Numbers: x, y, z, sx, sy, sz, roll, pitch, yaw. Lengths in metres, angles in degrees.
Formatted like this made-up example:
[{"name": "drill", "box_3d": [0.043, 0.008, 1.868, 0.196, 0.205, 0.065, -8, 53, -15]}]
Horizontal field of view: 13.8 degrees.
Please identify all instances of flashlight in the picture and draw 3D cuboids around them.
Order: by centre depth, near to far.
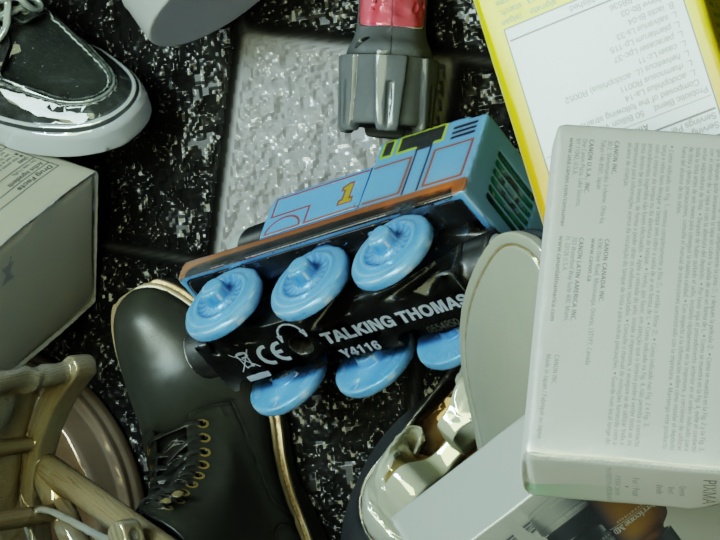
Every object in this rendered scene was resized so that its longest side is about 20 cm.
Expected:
[{"name": "flashlight", "box_3d": [0.019, -0.169, 1.483, 0.068, 0.067, 0.202, 2, 88, 47]}]

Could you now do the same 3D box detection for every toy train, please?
[{"name": "toy train", "box_3d": [0.000, 0.000, 1.474, 0.199, 0.115, 0.087, -17, 126, 35]}]

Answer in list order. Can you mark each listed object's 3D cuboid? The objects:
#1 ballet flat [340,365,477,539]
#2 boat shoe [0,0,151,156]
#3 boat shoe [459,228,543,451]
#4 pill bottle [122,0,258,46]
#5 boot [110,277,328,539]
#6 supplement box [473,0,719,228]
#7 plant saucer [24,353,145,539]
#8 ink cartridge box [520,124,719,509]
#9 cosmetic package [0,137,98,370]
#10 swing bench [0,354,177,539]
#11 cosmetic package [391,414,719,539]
[{"name": "ballet flat", "box_3d": [0.045, 0.086, 1.477, 0.073, 0.073, 0.200, 44, 108, 18]}, {"name": "boat shoe", "box_3d": [-0.199, -0.125, 1.576, 0.199, 0.068, 0.074, 29, 59, 28]}, {"name": "boat shoe", "box_3d": [0.093, 0.067, 1.397, 0.075, 0.062, 0.201, 27, 130, 50]}, {"name": "pill bottle", "box_3d": [-0.122, -0.221, 1.522, 0.119, 0.119, 0.201, -39, 75, 20]}, {"name": "boot", "box_3d": [-0.090, 0.095, 1.500, 0.077, 0.138, 0.201, -35, 76, 20]}, {"name": "supplement box", "box_3d": [0.125, -0.123, 1.416, 0.108, 0.109, 0.201, -20, 82, 23]}, {"name": "plant saucer", "box_3d": [-0.208, 0.140, 1.615, 0.199, 0.029, 0.202, 0, 91, 24]}, {"name": "ink cartridge box", "box_3d": [0.174, 0.023, 1.285, 0.198, 0.050, 0.162, 5, 65, 6]}, {"name": "cosmetic package", "box_3d": [-0.248, -0.026, 1.580, 0.199, 0.103, 0.088, 20, 126, 24]}, {"name": "swing bench", "box_3d": [-0.174, 0.152, 1.365, 0.200, 0.198, 0.130, 48, 124, 30]}, {"name": "cosmetic package", "box_3d": [0.136, 0.111, 1.366, 0.200, 0.151, 0.052, -38, 38, 2]}]
